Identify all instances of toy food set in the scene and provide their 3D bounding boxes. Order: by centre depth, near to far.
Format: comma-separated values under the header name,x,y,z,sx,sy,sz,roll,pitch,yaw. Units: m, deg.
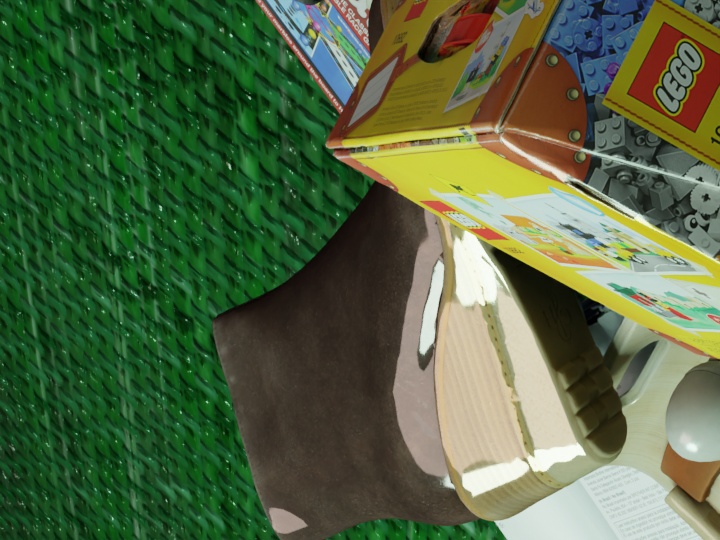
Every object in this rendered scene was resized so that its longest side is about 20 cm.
name,x,y,z,sx,sy,sz,roll,pitch,yaw
toy food set,0.157,0.101,0.922,0.200,0.060,0.144,46,148,17

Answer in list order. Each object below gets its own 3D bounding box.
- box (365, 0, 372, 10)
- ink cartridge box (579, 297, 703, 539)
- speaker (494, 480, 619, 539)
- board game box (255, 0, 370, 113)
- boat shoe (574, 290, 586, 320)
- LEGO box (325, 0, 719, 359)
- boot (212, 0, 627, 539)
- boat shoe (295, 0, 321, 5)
name,x,y,z,sx,sy,sz,roll,pitch,yaw
box,0.056,-0.164,0.923,0.095,0.078,0.200,35,146,31
ink cartridge box,0.144,0.058,1.034,0.200,0.076,0.136,54,152,-1
speaker,0.089,0.086,1.150,0.200,0.081,0.081,54,153,3
board game box,-0.013,-0.126,1.144,0.200,0.019,0.103,53,152,4
boat shoe,0.041,-0.027,1.037,0.057,0.069,0.200,133,133,-57
LEGO box,0.090,-0.035,0.773,0.149,0.077,0.200,29,175,-13
boot,0.000,0.000,0.960,0.166,0.072,0.200,-16,92,42
boat shoe,0.000,-0.171,1.027,0.065,0.073,0.200,38,150,-3
